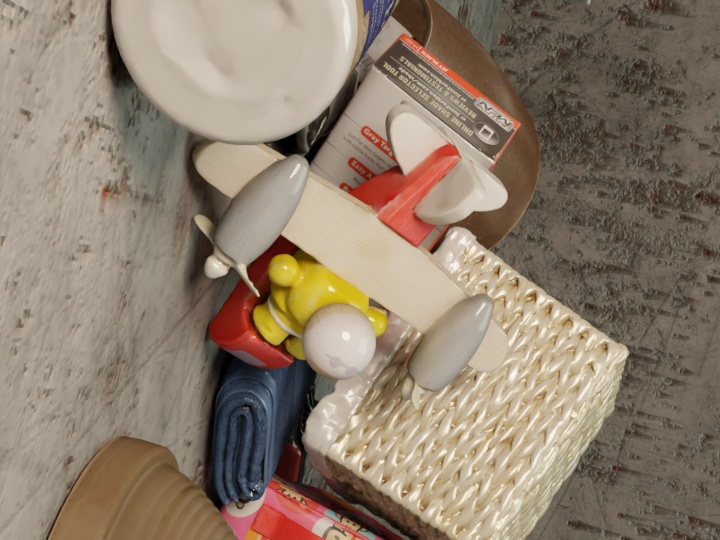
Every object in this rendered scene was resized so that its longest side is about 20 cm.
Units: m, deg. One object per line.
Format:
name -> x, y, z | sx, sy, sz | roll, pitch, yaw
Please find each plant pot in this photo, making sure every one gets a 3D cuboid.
plant pot -> 0.030, -0.124, 1.040 | 0.200, 0.184, 0.189 | 56, 45, -62
plant pot -> -0.111, 0.199, 0.736 | 0.201, 0.091, 0.204 | 14, 90, -83

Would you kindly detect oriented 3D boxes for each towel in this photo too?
towel -> -0.065, 0.069, 1.028 | 0.201, 0.048, 0.113 | -67, 167, -53

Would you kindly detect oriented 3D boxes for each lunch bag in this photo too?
lunch bag -> -0.016, 0.223, 1.052 | 0.083, 0.198, 0.176 | -61, 170, -8

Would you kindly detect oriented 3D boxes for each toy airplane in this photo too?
toy airplane -> 0.000, 0.000, 0.832 | 0.201, 0.197, 0.142 | 93, 0, -49

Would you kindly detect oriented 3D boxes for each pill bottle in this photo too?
pill bottle -> -0.035, -0.148, 0.664 | 0.201, 0.109, 0.112 | -64, 165, -59

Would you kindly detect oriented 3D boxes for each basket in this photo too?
basket -> 0.080, 0.114, 1.036 | 0.201, 0.160, 0.199 | -52, 163, -12

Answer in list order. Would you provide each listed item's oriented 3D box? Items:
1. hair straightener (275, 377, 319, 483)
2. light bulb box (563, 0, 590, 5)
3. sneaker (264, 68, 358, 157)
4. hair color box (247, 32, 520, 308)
hair straightener -> -0.062, 0.123, 1.211 | 0.077, 0.040, 0.203 | -64, 160, -62
light bulb box -> 0.107, -0.335, 1.090 | 0.125, 0.197, 0.201 | 5, 97, -81
sneaker -> -0.030, -0.149, 0.855 | 0.116, 0.074, 0.202 | -64, 166, -52
hair color box -> 0.011, -0.047, 0.929 | 0.201, 0.101, 0.061 | -53, 178, 40
